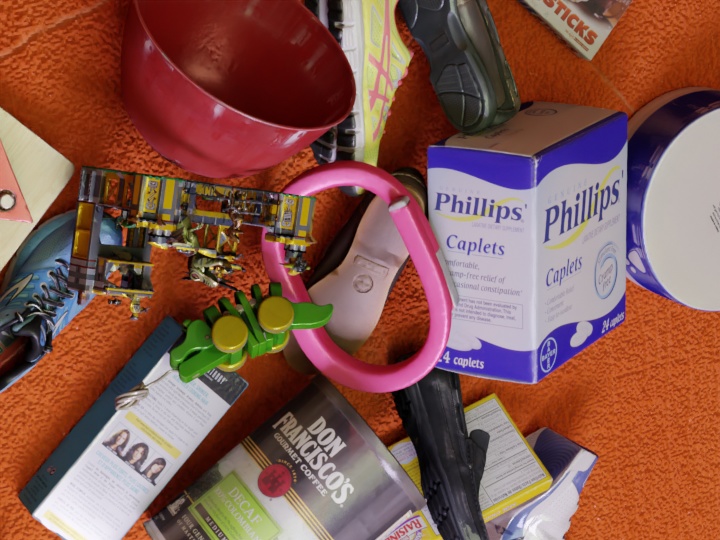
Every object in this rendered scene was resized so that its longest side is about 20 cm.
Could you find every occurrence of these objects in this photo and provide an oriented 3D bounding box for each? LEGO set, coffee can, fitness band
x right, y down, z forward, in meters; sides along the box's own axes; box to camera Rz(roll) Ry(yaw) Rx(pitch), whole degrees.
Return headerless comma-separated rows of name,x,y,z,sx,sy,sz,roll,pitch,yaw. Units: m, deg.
LEGO set,-0.136,-0.013,1.580,0.199,0.153,0.117,5,93,-48
coffee can,-0.064,0.208,1.717,0.200,0.146,0.147,-40,118,-6
fitness band,-0.001,0.007,1.682,0.143,0.037,0.201,-20,104,17

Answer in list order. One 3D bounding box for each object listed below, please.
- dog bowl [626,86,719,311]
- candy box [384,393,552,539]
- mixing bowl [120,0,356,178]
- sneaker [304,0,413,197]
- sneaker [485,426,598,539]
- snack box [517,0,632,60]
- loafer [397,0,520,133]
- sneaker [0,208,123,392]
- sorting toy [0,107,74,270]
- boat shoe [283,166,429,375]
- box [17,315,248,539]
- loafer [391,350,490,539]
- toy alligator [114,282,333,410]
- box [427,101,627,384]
dog bowl,0.324,-0.066,1.878,0.199,0.079,0.202,-8,108,-25
candy box,0.064,0.196,1.819,0.199,0.103,0.026,-25,156,-18
mixing bowl,-0.113,-0.146,1.592,0.199,0.201,0.109,15,129,-29
sneaker,0.008,-0.161,1.697,0.090,0.078,0.201,-12,113,-32
sneaker,0.164,0.253,1.899,0.115,0.080,0.200,34,91,-37
snack box,0.154,-0.271,1.765,0.200,0.024,0.072,37,87,-30
loafer,0.081,-0.215,1.706,0.063,0.072,0.201,-14,86,-43
sneaker,-0.257,0.037,1.611,0.200,0.090,0.078,-49,120,-8
sorting toy,-0.348,-0.055,1.540,0.198,0.070,0.200,39,85,-24
boat shoe,0.000,0.000,1.737,0.070,0.070,0.200,32,110,-10
box,-0.192,0.143,1.698,0.082,0.049,0.200,43,84,-29
loafer,0.085,0.162,1.780,0.070,0.068,0.202,-12,69,-15
toy alligator,-0.120,0.053,1.655,0.199,0.059,0.055,-23,72,-13
box,0.148,-0.029,1.744,0.184,0.104,0.202,-28,120,-54
